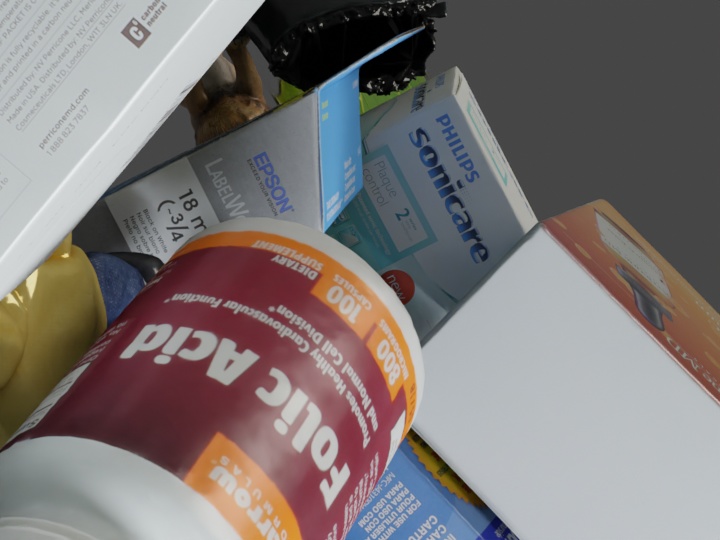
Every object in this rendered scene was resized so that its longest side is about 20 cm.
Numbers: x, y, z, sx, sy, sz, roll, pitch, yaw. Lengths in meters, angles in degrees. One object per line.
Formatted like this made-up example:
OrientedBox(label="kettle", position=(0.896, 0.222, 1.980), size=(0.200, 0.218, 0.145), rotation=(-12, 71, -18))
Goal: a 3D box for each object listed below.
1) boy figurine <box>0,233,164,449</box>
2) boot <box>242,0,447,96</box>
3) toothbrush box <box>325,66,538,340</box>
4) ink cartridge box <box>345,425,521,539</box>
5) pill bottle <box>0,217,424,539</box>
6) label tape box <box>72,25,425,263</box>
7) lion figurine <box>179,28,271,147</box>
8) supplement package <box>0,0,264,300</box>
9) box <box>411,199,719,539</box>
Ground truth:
OrientedBox(label="boy figurine", position=(-0.130, 0.030, 0.652), size=(0.200, 0.064, 0.125), rotation=(0, 90, -74))
OrientedBox(label="boot", position=(-0.063, -0.153, 0.987), size=(0.163, 0.197, 0.074), rotation=(52, -38, 46))
OrientedBox(label="toothbrush box", position=(0.000, 0.000, 0.964), size=(0.147, 0.199, 0.085), rotation=(62, 11, -14))
OrientedBox(label="ink cartridge box", position=(0.014, 0.099, 0.789), size=(0.200, 0.076, 0.136), rotation=(47, 15, 6))
OrientedBox(label="pill bottle", position=(-0.063, 0.078, 0.586), size=(0.115, 0.114, 0.200), rotation=(60, 36, -20))
OrientedBox(label="label tape box", position=(-0.050, -0.041, 0.823), size=(0.064, 0.199, 0.144), rotation=(63, 11, -6))
OrientedBox(label="lion figurine", position=(-0.097, -0.115, 1.105), size=(0.201, 0.072, 0.123), rotation=(-111, -174, -51))
OrientedBox(label="supplement package", position=(-0.144, -0.103, 0.510), size=(0.200, 0.152, 0.151), rotation=(41, 14, -5))
OrientedBox(label="box", position=(0.117, 0.059, 0.809), size=(0.152, 0.106, 0.200), rotation=(46, 15, 7))
